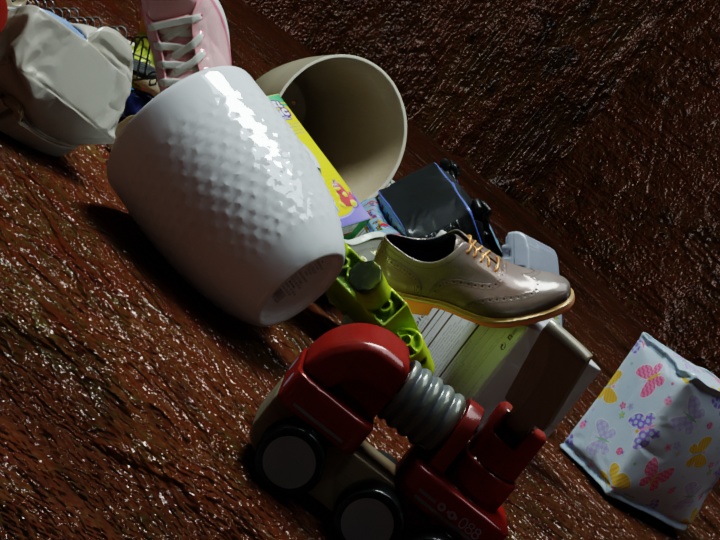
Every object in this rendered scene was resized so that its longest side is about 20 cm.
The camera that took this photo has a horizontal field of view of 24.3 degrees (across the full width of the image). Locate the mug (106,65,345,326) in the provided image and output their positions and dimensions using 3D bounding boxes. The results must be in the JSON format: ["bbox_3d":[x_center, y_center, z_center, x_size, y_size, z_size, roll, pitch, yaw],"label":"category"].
[{"bbox_3d":[-0.098,-0.039,1.369,0.176,0.147,0.200,52,-16,19],"label":"mug"}]

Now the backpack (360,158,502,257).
[{"bbox_3d":[0.097,0.000,1.909,0.183,0.133,0.201,-118,-176,-64],"label":"backpack"}]

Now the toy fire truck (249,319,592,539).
[{"bbox_3d":[0.047,0.091,1.076,0.176,0.201,0.129,38,9,-4],"label":"toy fire truck"}]

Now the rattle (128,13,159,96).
[{"bbox_3d":[-0.189,-0.245,1.962,0.199,0.144,0.130,27,-4,-30],"label":"rattle"}]

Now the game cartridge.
[{"bbox_3d":[0.193,0.065,1.874,0.040,0.203,0.133,-3,-8,19],"label":"game cartridge"}]

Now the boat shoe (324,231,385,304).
[{"bbox_3d":[-0.002,0.002,1.716,0.060,0.072,0.201,44,16,19],"label":"boat shoe"}]

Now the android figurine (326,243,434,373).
[{"bbox_3d":[0.004,0.032,1.535,0.182,0.041,0.200,45,-11,27],"label":"android figurine"}]

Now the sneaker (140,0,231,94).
[{"bbox_3d":[-0.159,-0.183,1.573,0.105,0.074,0.202,-87,165,-57],"label":"sneaker"}]

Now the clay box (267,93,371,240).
[{"bbox_3d":[-0.090,-0.108,1.727,0.114,0.048,0.201,-19,68,-51],"label":"clay box"}]

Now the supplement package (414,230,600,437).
[{"bbox_3d":[0.128,0.074,1.721,0.121,0.120,0.200,29,14,-36],"label":"supplement package"}]

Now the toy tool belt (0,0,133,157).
[{"bbox_3d":[-0.287,-0.171,1.356,0.122,0.126,0.200,6,-17,38],"label":"toy tool belt"}]

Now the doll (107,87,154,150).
[{"bbox_3d":[-0.220,-0.152,1.653,0.136,0.049,0.200,41,10,3],"label":"doll"}]

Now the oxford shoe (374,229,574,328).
[{"bbox_3d":[0.110,0.005,1.602,0.197,0.074,0.072,4,31,-4],"label":"oxford shoe"}]

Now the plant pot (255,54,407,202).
[{"bbox_3d":[-0.069,-0.184,2.071,0.187,0.188,0.200,34,-3,-30],"label":"plant pot"}]

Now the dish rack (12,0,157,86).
[{"bbox_3d":[-0.271,-0.218,1.582,0.152,0.055,0.200,23,14,14],"label":"dish rack"}]

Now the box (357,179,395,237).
[{"bbox_3d":[0.083,-0.019,2.075,0.199,0.095,0.078,38,9,-19],"label":"box"}]

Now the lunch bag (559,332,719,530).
[{"bbox_3d":[0.351,0.190,1.898,0.199,0.170,0.127,28,11,-38],"label":"lunch bag"}]
